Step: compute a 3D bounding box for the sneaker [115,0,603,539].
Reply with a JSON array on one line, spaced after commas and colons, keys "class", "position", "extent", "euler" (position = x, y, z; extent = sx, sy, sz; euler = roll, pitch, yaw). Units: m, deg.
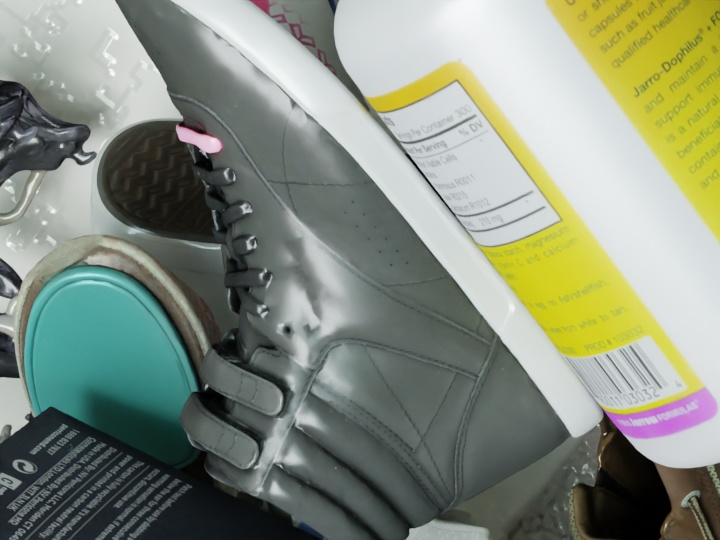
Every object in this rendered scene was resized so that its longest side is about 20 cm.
[{"class": "sneaker", "position": [-0.027, 0.002, 0.844], "extent": [0.099, 0.071, 0.200], "euler": [-42, 108, -3]}]

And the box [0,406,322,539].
[{"class": "box", "position": [-0.063, 0.177, 0.890], "extent": [0.182, 0.104, 0.200], "euler": [26, 114, 11]}]

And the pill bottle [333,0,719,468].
[{"class": "pill bottle", "position": [0.063, -0.051, 0.812], "extent": [0.104, 0.104, 0.200], "euler": [-32, 103, 25]}]

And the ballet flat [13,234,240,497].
[{"class": "ballet flat", "position": [-0.068, 0.051, 0.983], "extent": [0.067, 0.062, 0.200], "euler": [0, 133, 12]}]

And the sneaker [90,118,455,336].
[{"class": "sneaker", "position": [0.009, 0.005, 1.001], "extent": [0.200, 0.073, 0.085], "euler": [16, 147, 5]}]

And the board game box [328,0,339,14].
[{"class": "board game box", "position": [0.013, -0.148, 0.951], "extent": [0.158, 0.039, 0.200], "euler": [-15, 102, 23]}]

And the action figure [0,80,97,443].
[{"class": "action figure", "position": [-0.133, 0.038, 1.023], "extent": [0.102, 0.119, 0.200], "euler": [-2, 101, 17]}]

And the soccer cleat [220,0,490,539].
[{"class": "soccer cleat", "position": [0.000, 0.000, 0.921], "extent": [0.086, 0.070, 0.200], "euler": [-5, 102, -6]}]

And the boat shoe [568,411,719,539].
[{"class": "boat shoe", "position": [0.099, 0.070, 0.943], "extent": [0.075, 0.075, 0.203], "euler": [-23, 118, -12]}]
